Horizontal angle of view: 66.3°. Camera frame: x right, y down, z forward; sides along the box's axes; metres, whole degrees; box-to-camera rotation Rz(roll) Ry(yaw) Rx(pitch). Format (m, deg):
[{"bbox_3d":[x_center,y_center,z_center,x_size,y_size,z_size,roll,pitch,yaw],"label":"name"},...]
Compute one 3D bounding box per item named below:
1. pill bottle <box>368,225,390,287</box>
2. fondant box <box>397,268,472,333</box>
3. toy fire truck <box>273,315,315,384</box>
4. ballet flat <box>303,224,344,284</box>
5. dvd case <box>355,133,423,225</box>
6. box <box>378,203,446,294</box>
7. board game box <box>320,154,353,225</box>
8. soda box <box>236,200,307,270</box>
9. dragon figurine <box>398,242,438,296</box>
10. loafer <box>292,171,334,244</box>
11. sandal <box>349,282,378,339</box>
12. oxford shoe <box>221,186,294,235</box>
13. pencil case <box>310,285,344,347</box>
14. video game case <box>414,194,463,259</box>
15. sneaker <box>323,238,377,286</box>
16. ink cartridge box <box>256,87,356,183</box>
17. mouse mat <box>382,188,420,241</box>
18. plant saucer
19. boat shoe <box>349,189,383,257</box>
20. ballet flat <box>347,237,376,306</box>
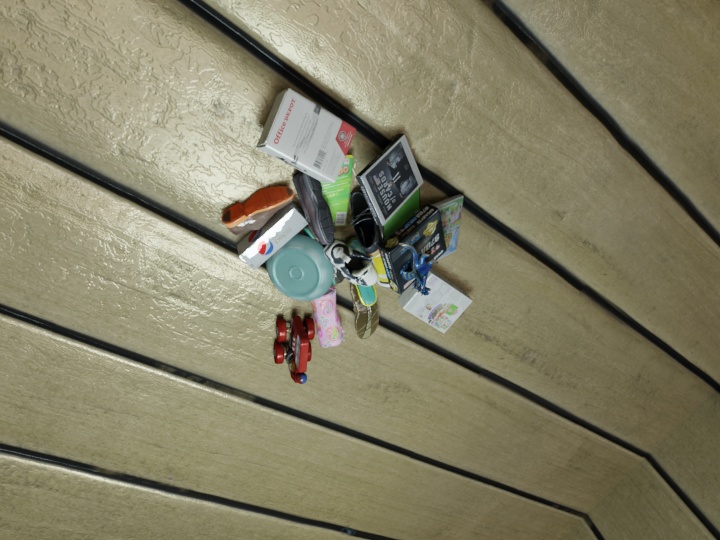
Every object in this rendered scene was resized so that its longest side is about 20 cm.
[{"bbox_3d":[0.072,-0.063,1.561,0.110,0.112,0.202,-22,125,-5],"label":"pill bottle"},{"bbox_3d":[0.237,0.093,1.742,0.199,0.058,0.145,32,106,-30],"label":"fondant box"},{"bbox_3d":[-0.187,0.240,1.619,0.110,0.169,0.203,0,120,-18],"label":"toy fire truck"},{"bbox_3d":[-0.090,-0.056,1.539,0.068,0.068,0.202,-33,121,-14],"label":"ballet flat"},{"bbox_3d":[0.080,-0.237,1.435,0.200,0.024,0.152,-48,126,-30],"label":"dvd case"},{"bbox_3d":[0.144,-0.058,1.481,0.200,0.046,0.160,-41,137,-22],"label":"box"},{"bbox_3d":[-0.075,-0.215,1.473,0.094,0.030,0.203,-2,123,-17],"label":"board game box"},{"bbox_3d":[-0.235,-0.096,1.464,0.199,0.068,0.064,-40,124,8],"label":"soda box"},{"bbox_3d":[0.146,0.002,1.428,0.200,0.058,0.101,34,79,-59],"label":"dragon figurine"},{"bbox_3d":[-0.123,-0.163,1.434,0.062,0.072,0.203,-11,99,32],"label":"loafer"},{"bbox_3d":[0.006,0.111,1.683,0.079,0.054,0.203,-16,109,-15],"label":"sandal"},{"bbox_3d":[-0.258,-0.155,1.432,0.197,0.072,0.073,-23,142,3],"label":"oxford shoe"},{"bbox_3d":[-0.099,0.133,1.633,0.086,0.088,0.203,-16,121,-9],"label":"pencil case"},{"bbox_3d":[0.220,-0.109,1.586,0.198,0.022,0.185,-24,130,-38],"label":"video game case"},{"bbox_3d":[0.000,0.000,1.469,0.080,0.129,0.199,-46,128,-4],"label":"sneaker"},{"bbox_3d":[-0.131,-0.321,1.331,0.198,0.083,0.149,24,87,-29],"label":"ink cartridge box"},{"bbox_3d":[0.112,-0.165,1.499,0.159,0.007,0.204,-13,106,-43],"label":"mouse mat"},{"bbox_3d":[-0.172,0.001,1.508,0.196,0.036,0.203,6,116,12],"label":"plant saucer"},{"bbox_3d":[0.012,-0.131,1.456,0.074,0.203,0.062,-23,156,20],"label":"boat shoe"},{"bbox_3d":[-0.002,0.005,1.596,0.066,0.067,0.203,-16,99,-7],"label":"ballet flat"}]
